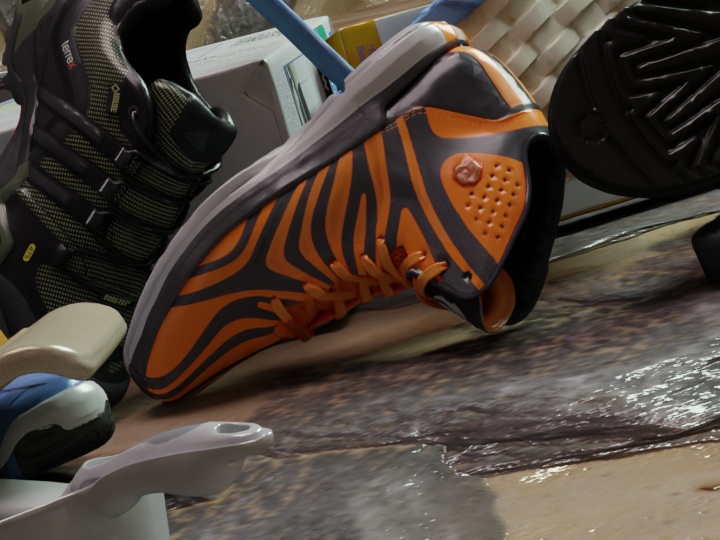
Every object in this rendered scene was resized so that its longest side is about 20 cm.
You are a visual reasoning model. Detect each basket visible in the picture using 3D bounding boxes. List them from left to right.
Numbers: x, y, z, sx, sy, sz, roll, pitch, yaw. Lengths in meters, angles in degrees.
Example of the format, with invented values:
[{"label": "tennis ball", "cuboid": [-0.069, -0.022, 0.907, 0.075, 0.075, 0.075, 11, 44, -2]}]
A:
[{"label": "basket", "cuboid": [0.043, -0.131, 1.203, 0.176, 0.200, 0.139, -42, 7, -27]}]

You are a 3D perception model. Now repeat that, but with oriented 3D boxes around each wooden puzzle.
[{"label": "wooden puzzle", "cuboid": [-0.175, 0.064, 0.894, 0.200, 0.037, 0.185, -32, 3, 1]}]

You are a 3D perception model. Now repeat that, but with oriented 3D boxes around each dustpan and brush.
[{"label": "dustpan and brush", "cuboid": [-0.090, 0.075, 0.807, 0.200, 0.057, 0.140, -6, 12, 45]}]

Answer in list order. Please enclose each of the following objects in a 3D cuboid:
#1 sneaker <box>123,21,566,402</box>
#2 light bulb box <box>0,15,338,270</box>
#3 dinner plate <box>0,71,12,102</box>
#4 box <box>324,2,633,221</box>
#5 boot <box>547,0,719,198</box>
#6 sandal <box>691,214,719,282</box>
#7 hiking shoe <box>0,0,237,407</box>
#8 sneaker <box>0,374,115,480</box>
[{"label": "sneaker", "cuboid": [0.000, 0.000, 1.084, 0.200, 0.112, 0.078, -46, -23, 5]}, {"label": "light bulb box", "cuboid": [-0.103, -0.032, 1.290, 0.198, 0.125, 0.200, -14, 8, 11]}, {"label": "dinner plate", "cuboid": [-0.173, -0.055, 1.464, 0.200, 0.024, 0.200, -6, -32, -4]}, {"label": "box", "cuboid": [0.093, -0.084, 1.305, 0.200, 0.119, 0.041, -17, -1, -13]}, {"label": "boot", "cuboid": [0.160, -0.071, 1.145, 0.211, 0.079, 0.158, -26, -12, -18]}, {"label": "sandal", "cuboid": [0.221, -0.037, 1.107, 0.200, 0.043, 0.076, -29, 6, -22]}, {"label": "hiking shoe", "cuboid": [-0.103, -0.039, 1.118, 0.101, 0.200, 0.076, -10, -16, 39]}, {"label": "sneaker", "cuboid": [-0.173, 0.050, 1.046, 0.200, 0.077, 0.076, -4, 12, 46]}]
